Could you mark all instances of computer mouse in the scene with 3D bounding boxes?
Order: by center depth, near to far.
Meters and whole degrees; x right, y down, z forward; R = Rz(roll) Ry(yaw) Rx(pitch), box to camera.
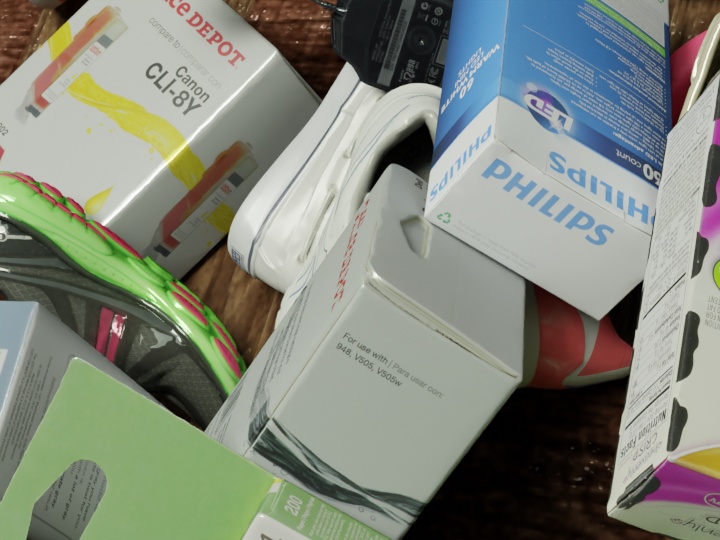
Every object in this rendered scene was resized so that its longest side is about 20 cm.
[{"bbox_3d":[-0.021,-0.142,0.943,0.199,0.034,0.059,22,107,2],"label":"computer mouse"}]

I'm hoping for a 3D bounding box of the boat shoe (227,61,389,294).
[{"bbox_3d":[0.009,-0.071,0.976,0.066,0.072,0.200,34,78,25],"label":"boat shoe"}]

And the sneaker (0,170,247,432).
[{"bbox_3d":[-0.135,0.031,0.944,0.200,0.077,0.084,39,96,-6],"label":"sneaker"}]

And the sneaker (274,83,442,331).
[{"bbox_3d":[0.000,0.000,0.900,0.074,0.087,0.201,16,94,2],"label":"sneaker"}]

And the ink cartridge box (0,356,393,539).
[{"bbox_3d":[-0.068,0.148,0.742,0.199,0.048,0.146,29,108,-1],"label":"ink cartridge box"}]

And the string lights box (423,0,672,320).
[{"bbox_3d":[0.095,-0.083,0.858,0.059,0.102,0.201,-47,22,38],"label":"string lights box"}]

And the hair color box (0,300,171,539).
[{"bbox_3d":[-0.140,0.102,0.870,0.060,0.200,0.100,1,63,27],"label":"hair color box"}]

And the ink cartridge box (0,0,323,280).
[{"bbox_3d":[-0.137,-0.074,1.039,0.200,0.083,0.145,-44,53,-2],"label":"ink cartridge box"}]

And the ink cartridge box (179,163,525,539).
[{"bbox_3d":[-0.010,0.069,0.813,0.200,0.083,0.147,-55,8,23],"label":"ink cartridge box"}]

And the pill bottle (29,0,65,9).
[{"bbox_3d":[-0.153,-0.266,1.136,0.199,0.113,0.113,-34,54,6],"label":"pill bottle"}]

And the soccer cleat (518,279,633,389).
[{"bbox_3d":[0.093,-0.023,0.919,0.073,0.068,0.201,5,50,-10],"label":"soccer cleat"}]

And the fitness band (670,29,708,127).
[{"bbox_3d":[0.230,-0.066,0.887,0.199,0.037,0.144,18,75,34],"label":"fitness band"}]

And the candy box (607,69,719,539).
[{"bbox_3d":[0.187,0.026,0.738,0.136,0.061,0.201,20,57,-8],"label":"candy box"}]

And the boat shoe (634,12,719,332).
[{"bbox_3d":[0.171,-0.038,0.843,0.071,0.063,0.201,11,73,29],"label":"boat shoe"}]
